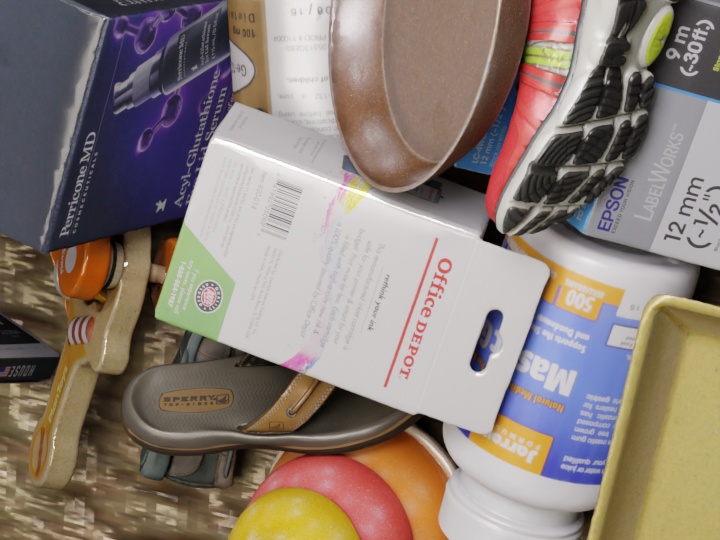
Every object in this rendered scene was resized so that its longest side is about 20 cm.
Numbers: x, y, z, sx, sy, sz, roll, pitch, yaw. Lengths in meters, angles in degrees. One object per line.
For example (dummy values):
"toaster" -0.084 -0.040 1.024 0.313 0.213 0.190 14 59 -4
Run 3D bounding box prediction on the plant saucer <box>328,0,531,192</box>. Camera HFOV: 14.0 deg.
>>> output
"plant saucer" 0.040 -0.140 1.548 0.200 0.034 0.202 -175 90 -65

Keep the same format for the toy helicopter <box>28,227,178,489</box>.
"toy helicopter" -0.174 0.040 1.828 0.132 0.078 0.201 51 126 57

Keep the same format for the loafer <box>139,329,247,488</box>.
"loafer" -0.079 0.046 1.802 0.062 0.072 0.201 17 116 -10

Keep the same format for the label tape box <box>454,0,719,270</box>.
"label tape box" 0.168 -0.084 1.571 0.199 0.066 0.144 13 112 -15

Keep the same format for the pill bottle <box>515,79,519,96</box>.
"pill bottle" 0.093 -0.176 1.619 0.119 0.119 0.201 24 110 22

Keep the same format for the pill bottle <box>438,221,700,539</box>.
"pill bottle" 0.111 0.066 1.665 0.112 0.112 0.201 26 111 22

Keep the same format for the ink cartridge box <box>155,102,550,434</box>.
"ink cartridge box" 0.000 0.000 1.628 0.199 0.067 0.118 21 112 3

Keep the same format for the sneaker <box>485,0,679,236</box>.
"sneaker" 0.108 -0.115 1.517 0.085 0.077 0.201 34 110 37

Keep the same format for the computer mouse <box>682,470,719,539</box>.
"computer mouse" 0.209 0.198 1.690 0.058 0.034 0.202 2 107 6

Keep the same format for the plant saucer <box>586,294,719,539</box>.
"plant saucer" 0.233 0.120 1.619 0.199 0.048 0.201 13 109 3

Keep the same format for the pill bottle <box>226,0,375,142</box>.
"pill bottle" -0.016 -0.083 1.702 0.114 0.114 0.202 2 101 28

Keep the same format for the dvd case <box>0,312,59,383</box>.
"dvd case" -0.302 0.011 1.859 0.199 0.150 0.025 32 101 19

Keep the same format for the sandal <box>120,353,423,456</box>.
"sandal" -0.045 0.063 1.732 0.198 0.082 0.055 -3 136 4

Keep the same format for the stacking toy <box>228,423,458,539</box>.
"stacking toy" -0.034 0.170 1.715 0.145 0.200 0.147 7 104 28

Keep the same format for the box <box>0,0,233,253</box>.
"box" -0.153 -0.108 1.722 0.104 0.200 0.149 25 112 23
